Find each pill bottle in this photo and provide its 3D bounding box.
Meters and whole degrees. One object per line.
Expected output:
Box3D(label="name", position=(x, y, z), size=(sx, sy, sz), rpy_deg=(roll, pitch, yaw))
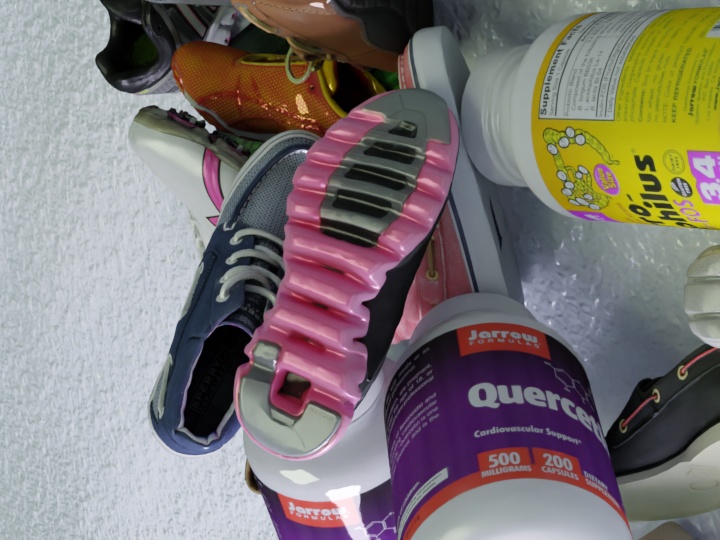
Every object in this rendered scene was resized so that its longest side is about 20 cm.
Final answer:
Box3D(label="pill bottle", position=(-0.006, 0.127, 1.031), size=(0.112, 0.112, 0.200), rpy_deg=(28, 148, 38))
Box3D(label="pill bottle", position=(0.071, 0.099, 0.860), size=(0.200, 0.112, 0.113), rpy_deg=(-96, 12, -56))
Box3D(label="pill bottle", position=(0.143, -0.073, 0.803), size=(0.200, 0.104, 0.105), rpy_deg=(7, 113, 49))

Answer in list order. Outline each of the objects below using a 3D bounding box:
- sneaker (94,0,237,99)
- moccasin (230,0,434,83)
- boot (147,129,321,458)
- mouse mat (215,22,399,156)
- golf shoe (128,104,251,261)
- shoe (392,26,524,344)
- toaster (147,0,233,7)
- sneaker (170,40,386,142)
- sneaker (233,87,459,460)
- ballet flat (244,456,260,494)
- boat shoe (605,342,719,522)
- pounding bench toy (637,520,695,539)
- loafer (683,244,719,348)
Box3D(label="sneaker", position=(-0.123, -0.192, 1.068), size=(0.074, 0.087, 0.200), rpy_deg=(42, 131, 30))
Box3D(label="moccasin", position=(-0.013, -0.140, 0.891), size=(0.077, 0.201, 0.074), rpy_deg=(-3, 93, 22))
Box3D(label="boot", position=(-0.056, 0.011, 0.922), size=(0.090, 0.072, 0.201), rpy_deg=(156, 135, -76))
Box3D(label="mouse mat", position=(-0.031, -0.094, 1.079), size=(0.200, 0.008, 0.161), rpy_deg=(-29, 85, 51))
Box3D(label="golf shoe", position=(-0.070, -0.019, 1.021), size=(0.200, 0.092, 0.073), rpy_deg=(40, 177, -17))
Box3D(label="shoe", position=(0.029, -0.039, 0.927), size=(0.091, 0.072, 0.201), rpy_deg=(-8, 127, 14))
Box3D(label="toaster", position=(-0.074, -0.224, 0.931), size=(0.200, 0.129, 0.114), rpy_deg=(-44, 74, 32))
Box3D(label="sneaker", position=(-0.033, -0.109, 1.020), size=(0.199, 0.073, 0.077), rpy_deg=(25, 123, 28))
Box3D(label="sneaker", position=(0.000, 0.000, 0.870), size=(0.079, 0.095, 0.201), rpy_deg=(27, 98, 17))
Box3D(label="ballet flat", position=(-0.045, 0.079, 1.125), size=(0.068, 0.072, 0.201), rpy_deg=(35, 132, 21))
Box3D(label="boat shoe", position=(0.173, 0.088, 0.887), size=(0.201, 0.073, 0.063), rpy_deg=(131, 143, -58))
Box3D(label="pounding bench toy", position=(0.133, 0.217, 0.939), size=(0.200, 0.124, 0.156), rpy_deg=(46, 139, 24))
Box3D(label="loafer", position=(0.248, 0.013, 0.753), size=(0.199, 0.070, 0.070), rpy_deg=(6, 95, 29))
